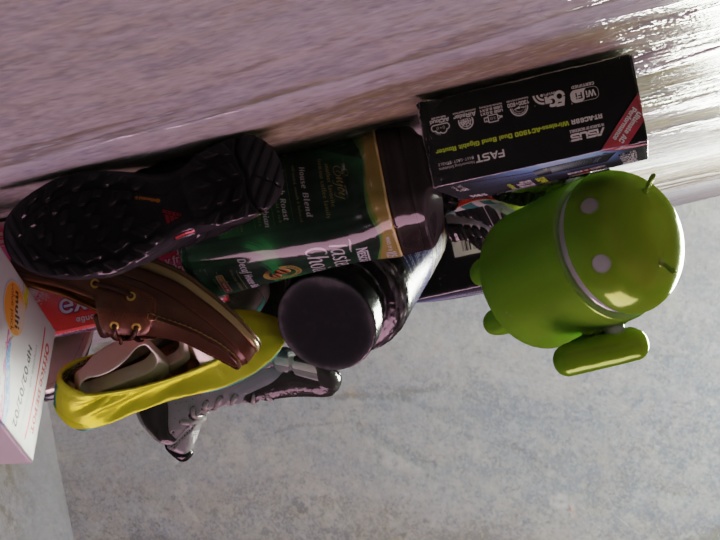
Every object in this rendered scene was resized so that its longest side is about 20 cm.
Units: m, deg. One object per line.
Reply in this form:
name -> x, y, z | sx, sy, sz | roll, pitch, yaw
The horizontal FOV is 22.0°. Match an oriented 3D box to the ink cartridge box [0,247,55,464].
ink cartridge box -> -0.276, 0.063, 1.334 | 0.067, 0.116, 0.201 | -3, 147, 12

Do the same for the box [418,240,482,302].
box -> 0.135, -0.042, 1.879 | 0.198, 0.125, 0.198 | -12, 179, 7

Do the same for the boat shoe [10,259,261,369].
boat shoe -> -0.168, 0.025, 1.368 | 0.199, 0.068, 0.072 | 29, 163, 7

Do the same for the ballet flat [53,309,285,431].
ballet flat -> -0.154, 0.070, 1.492 | 0.198, 0.067, 0.067 | -21, 138, -10

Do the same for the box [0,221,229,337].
box -> -0.210, -0.002, 1.488 | 0.198, 0.096, 0.103 | -11, 177, -2

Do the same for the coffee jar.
coffee jar -> -0.037, -0.044, 1.383 | 0.198, 0.086, 0.104 | -13, 158, 5

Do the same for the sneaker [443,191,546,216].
sneaker -> 0.086, -0.085, 1.548 | 0.198, 0.071, 0.093 | -14, -162, -17

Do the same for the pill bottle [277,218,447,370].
pill bottle -> 0.000, 0.000, 1.572 | 0.111, 0.113, 0.200 | -13, -159, 23

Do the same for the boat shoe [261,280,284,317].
boat shoe -> -0.122, 0.004, 1.653 | 0.199, 0.076, 0.074 | 24, -170, 27

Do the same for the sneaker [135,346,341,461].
sneaker -> -0.119, 0.114, 1.610 | 0.198, 0.117, 0.075 | 13, 180, 10

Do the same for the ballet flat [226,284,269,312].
ballet flat -> -0.172, 0.010, 1.593 | 0.198, 0.064, 0.068 | 12, 152, 26

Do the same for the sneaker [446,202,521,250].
sneaker -> 0.126, -0.063, 1.636 | 0.090, 0.079, 0.200 | -35, -149, -15

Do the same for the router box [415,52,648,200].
router box -> 0.127, -0.098, 1.322 | 0.148, 0.063, 0.200 | -12, 178, 9

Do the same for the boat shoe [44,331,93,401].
boat shoe -> -0.260, 0.052, 1.588 | 0.072, 0.062, 0.201 | -8, -143, -3

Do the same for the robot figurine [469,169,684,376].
robot figurine -> 0.173, -0.008, 1.465 | 0.115, 0.177, 0.199 | -6, 167, -37

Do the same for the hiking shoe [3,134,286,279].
hiking shoe -> -0.145, -0.036, 1.285 | 0.198, 0.077, 0.101 | -13, 174, 2
